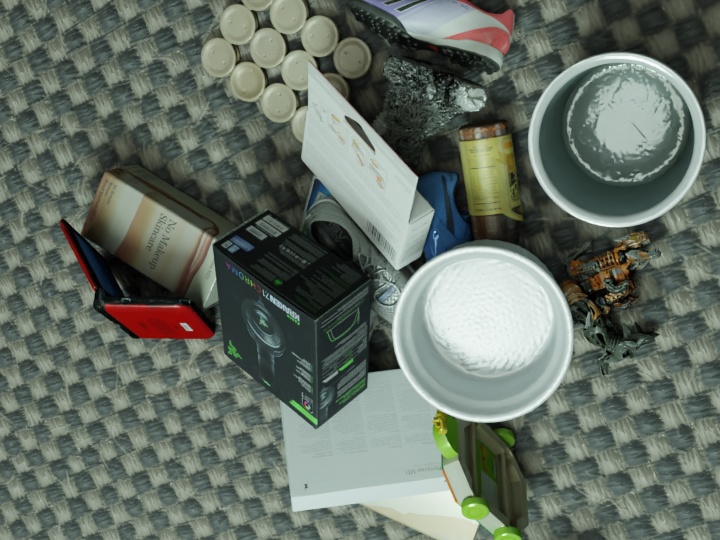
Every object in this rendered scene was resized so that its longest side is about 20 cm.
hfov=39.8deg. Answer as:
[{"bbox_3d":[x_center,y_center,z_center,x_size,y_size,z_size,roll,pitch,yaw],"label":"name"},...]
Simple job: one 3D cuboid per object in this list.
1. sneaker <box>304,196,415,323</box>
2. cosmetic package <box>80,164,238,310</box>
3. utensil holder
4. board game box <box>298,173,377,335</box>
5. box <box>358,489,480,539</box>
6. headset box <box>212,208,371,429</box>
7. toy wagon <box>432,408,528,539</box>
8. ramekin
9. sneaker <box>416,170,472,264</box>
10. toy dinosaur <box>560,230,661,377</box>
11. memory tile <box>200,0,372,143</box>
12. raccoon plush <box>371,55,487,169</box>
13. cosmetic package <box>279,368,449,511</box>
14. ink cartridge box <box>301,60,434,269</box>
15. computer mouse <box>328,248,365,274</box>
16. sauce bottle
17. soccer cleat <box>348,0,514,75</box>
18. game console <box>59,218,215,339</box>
[{"bbox_3d":[0.000,0.000,1.204,0.200,0.082,0.075,43,111,3],"label":"sneaker"},{"bbox_3d":[-0.253,-0.045,1.310,0.199,0.087,0.104,29,108,9],"label":"cosmetic package"},{"bbox_3d":[0.275,-0.146,1.055,0.168,0.200,0.172,4,103,17],"label":"utensil holder"},{"bbox_3d":[-0.024,-0.012,1.272,0.125,0.035,0.201,21,108,12],"label":"board game box"},{"bbox_3d":[0.068,0.271,1.278,0.199,0.095,0.078,22,110,14],"label":"box"},{"bbox_3d":[-0.080,0.062,1.170,0.174,0.093,0.201,34,142,29],"label":"headset box"},{"bbox_3d":[0.138,0.229,1.184,0.039,0.156,0.200,-29,124,27],"label":"toy wagon"},{"bbox_3d":[0.142,0.061,1.130,0.199,0.098,0.202,3,103,12],"label":"ramekin"},{"bbox_3d":[0.111,-0.022,1.210,0.078,0.066,0.202,-16,106,-3],"label":"sneaker"},{"bbox_3d":[0.277,0.046,1.173,0.136,0.102,0.200,52,131,17],"label":"toy dinosaur"},{"bbox_3d":[-0.095,-0.265,1.246,0.199,0.017,0.154,37,111,6],"label":"memory tile"},{"bbox_3d":[0.064,-0.166,1.137,0.096,0.200,0.135,11,107,-12],"label":"raccoon plush"},{"bbox_3d":[0.005,0.204,1.221,0.198,0.152,0.052,-6,144,-5],"label":"cosmetic package"},{"bbox_3d":[0.008,-0.125,1.140,0.200,0.045,0.177,50,154,23],"label":"ink cartridge box"},{"bbox_3d":[-0.059,-0.003,1.192,0.199,0.034,0.059,13,133,55],"label":"computer mouse"},{"bbox_3d":[0.160,-0.076,1.183,0.065,0.066,0.202,-5,103,19],"label":"sauce bottle"},{"bbox_3d":[0.083,-0.294,1.163,0.199,0.068,0.074,23,85,16],"label":"soccer cleat"},{"bbox_3d":[-0.283,0.015,1.290,0.171,0.200,0.120,0,76,2],"label":"game console"}]
